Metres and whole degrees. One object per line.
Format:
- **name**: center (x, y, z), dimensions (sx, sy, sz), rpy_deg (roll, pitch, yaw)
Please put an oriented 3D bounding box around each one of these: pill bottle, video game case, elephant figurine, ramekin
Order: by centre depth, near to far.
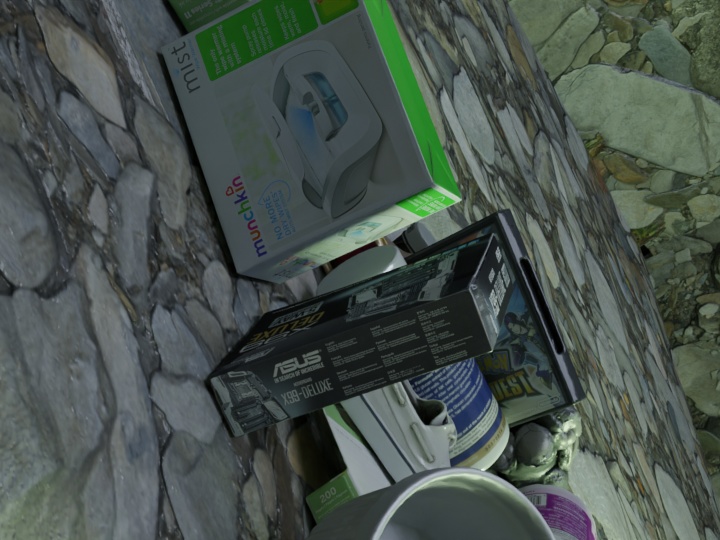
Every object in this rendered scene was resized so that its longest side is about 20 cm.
- **ramekin**: center (0.038, 0.234, 0.955), dimensions (0.199, 0.105, 0.203), rpy_deg (13, 70, -39)
- **pill bottle**: center (0.042, 0.084, 1.272), dimensions (0.201, 0.110, 0.111), rpy_deg (62, 17, -19)
- **video game case**: center (0.097, 0.062, 1.348), dimensions (0.025, 0.199, 0.183), rpy_deg (-17, 83, -44)
- **pill bottle**: center (0.174, 0.301, 1.399), dimensions (0.113, 0.111, 0.200), rpy_deg (61, 17, -17)
- **elephant figurine**: center (0.180, 0.205, 1.564), dimensions (0.156, 0.140, 0.201), rpy_deg (-55, 141, -22)

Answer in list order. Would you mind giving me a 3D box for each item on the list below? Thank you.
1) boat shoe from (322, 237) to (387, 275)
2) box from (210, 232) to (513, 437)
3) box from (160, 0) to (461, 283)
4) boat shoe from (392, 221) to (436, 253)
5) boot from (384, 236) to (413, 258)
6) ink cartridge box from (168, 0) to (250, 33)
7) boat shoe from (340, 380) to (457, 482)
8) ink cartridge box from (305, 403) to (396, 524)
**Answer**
- **boat shoe**: center (0.000, 0.000, 1.337), dimensions (0.201, 0.073, 0.069), rpy_deg (59, 19, 3)
- **box**: center (0.006, 0.045, 1.055), dimensions (0.158, 0.198, 0.050), rpy_deg (-52, 121, -71)
- **box**: center (-0.040, -0.117, 1.167), dimensions (0.202, 0.175, 0.097), rpy_deg (70, 15, 12)
- **boat shoe**: center (0.095, 0.047, 1.515), dimensions (0.201, 0.064, 0.071), rpy_deg (54, 15, 12)
- **boot**: center (0.085, 0.010, 1.447), dimensions (0.202, 0.145, 0.070), rpy_deg (67, 18, 1)
- **ink cartridge box**: center (-0.088, -0.189, 1.302), dimensions (0.201, 0.067, 0.117), rpy_deg (59, 16, -22)
- **boat shoe**: center (0.046, 0.132, 1.196), dimensions (0.201, 0.065, 0.072), rpy_deg (55, 8, -15)
- **ink cartridge box**: center (0.007, 0.189, 1.140), dimensions (0.146, 0.048, 0.201), rpy_deg (46, 11, -52)
